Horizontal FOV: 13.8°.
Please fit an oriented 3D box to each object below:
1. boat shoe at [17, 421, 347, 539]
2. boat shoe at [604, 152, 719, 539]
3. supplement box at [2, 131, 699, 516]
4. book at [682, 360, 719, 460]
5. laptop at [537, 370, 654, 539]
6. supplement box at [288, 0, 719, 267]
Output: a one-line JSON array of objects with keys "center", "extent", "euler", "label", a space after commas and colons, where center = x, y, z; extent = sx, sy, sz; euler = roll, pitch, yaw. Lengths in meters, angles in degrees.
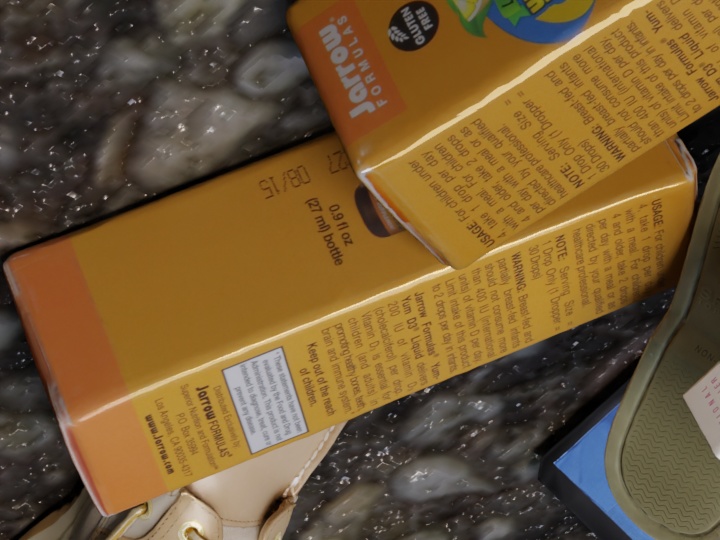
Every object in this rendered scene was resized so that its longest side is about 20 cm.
[{"center": [-0.057, 0.091, 0.973], "extent": [0.074, 0.069, 0.200], "euler": [11, 133, -41], "label": "boat shoe"}, {"center": [0.139, -0.005, 0.882], "extent": [0.068, 0.075, 0.200], "euler": [-28, 155, -50], "label": "boat shoe"}, {"center": [0.000, 0.000, 0.888], "extent": [0.200, 0.067, 0.069], "euler": [-22, 146, -3], "label": "supplement box"}, {"center": [0.202, -0.001, 0.814], "extent": [0.200, 0.048, 0.134], "euler": [-44, 136, 20], "label": "book"}, {"center": [0.178, 0.085, 0.996], "extent": [0.103, 0.177, 0.200], "euler": [-48, -174, -13], "label": "laptop"}, {"center": [0.083, -0.087, 0.809], "extent": [0.200, 0.067, 0.069], "euler": [-34, 145, 12], "label": "supplement box"}]
